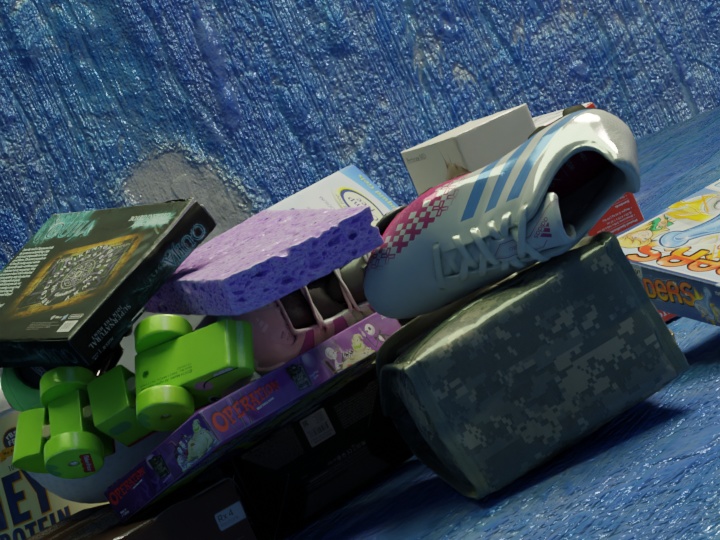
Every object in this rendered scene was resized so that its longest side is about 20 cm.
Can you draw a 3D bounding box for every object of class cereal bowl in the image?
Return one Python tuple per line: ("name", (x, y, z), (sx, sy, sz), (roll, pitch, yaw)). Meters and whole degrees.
("cereal bowl", (-0.144, 0.093, 1.736), (0.200, 0.083, 0.200), (-37, 17, 13))

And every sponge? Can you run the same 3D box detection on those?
("sponge", (-0.071, -0.006, 1.609), (0.111, 0.030, 0.200), (-28, 11, -20))

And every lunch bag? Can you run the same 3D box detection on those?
("lunch bag", (0.101, 0.060, 1.597), (0.164, 0.118, 0.200), (-31, 2, -8))

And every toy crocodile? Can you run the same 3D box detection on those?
("toy crocodile", (-0.148, 0.085, 1.585), (0.200, 0.068, 0.062), (-27, -38, 23))

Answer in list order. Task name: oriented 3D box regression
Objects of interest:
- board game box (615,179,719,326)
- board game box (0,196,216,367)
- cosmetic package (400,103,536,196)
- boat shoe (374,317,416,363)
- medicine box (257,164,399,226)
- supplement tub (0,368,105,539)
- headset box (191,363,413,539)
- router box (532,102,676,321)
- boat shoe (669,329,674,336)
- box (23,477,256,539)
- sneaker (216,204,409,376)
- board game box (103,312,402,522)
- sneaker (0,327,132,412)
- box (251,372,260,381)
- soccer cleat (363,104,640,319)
("board game box", (0.267, -0.007, 1.652), (0.135, 0.035, 0.200), (-27, 25, -29))
("board game box", (-0.194, 0.010, 1.651), (0.135, 0.028, 0.200), (-49, 24, -25))
("cosmetic package", (0.116, -0.018, 1.888), (0.073, 0.200, 0.103), (-26, 4, -23))
("boat shoe", (0.072, 0.027, 1.769), (0.072, 0.065, 0.200), (5, -25, -38))
("medicine box", (-0.006, 0.028, 1.960), (0.103, 0.182, 0.200), (-50, -7, 25))
("supplement tub", (-0.265, 0.149, 1.930), (0.145, 0.200, 0.145), (-24, 5, 2))
("headset box", (-0.074, 0.142, 1.803), (0.149, 0.077, 0.200), (-29, 6, -33))
("router box", (0.167, -0.035, 1.962), (0.049, 0.180, 0.200), (-25, 5, -14))
("boat shoe", (0.139, 0.065, 1.780), (0.200, 0.063, 0.073), (-23, 30, 48))
("box", (-0.161, 0.199, 1.640), (0.100, 0.075, 0.200), (-26, 3, -36))
("sneaker", (0.000, 0.000, 1.679), (0.140, 0.078, 0.200), (-30, 0, 42))
("board game box", (-0.067, 0.093, 1.603), (0.120, 0.032, 0.200), (-35, -5, 41))
("sneaker", (-0.191, 0.035, 1.737), (0.084, 0.077, 0.200), (-28, 30, 25))
("box", (-0.120, 0.111, 2.115), (0.106, 0.123, 0.200), (-24, 5, -1))
("soccer cleat", (0.087, -0.028, 1.531), (0.200, 0.070, 0.086), (-37, 31, 10))
